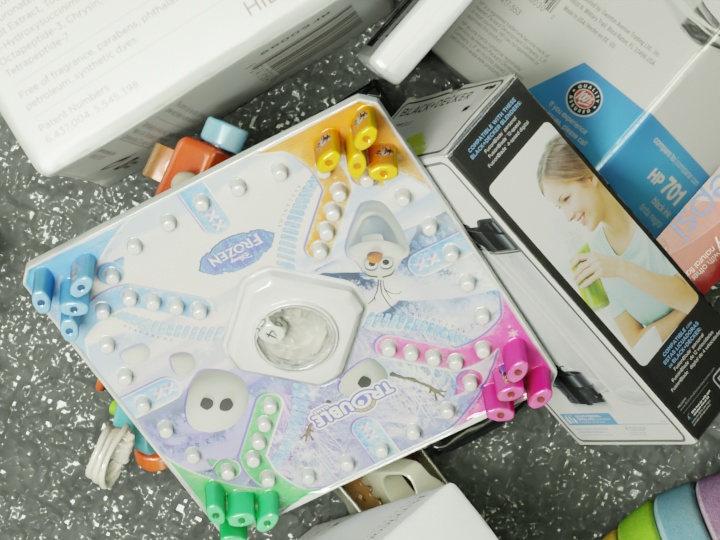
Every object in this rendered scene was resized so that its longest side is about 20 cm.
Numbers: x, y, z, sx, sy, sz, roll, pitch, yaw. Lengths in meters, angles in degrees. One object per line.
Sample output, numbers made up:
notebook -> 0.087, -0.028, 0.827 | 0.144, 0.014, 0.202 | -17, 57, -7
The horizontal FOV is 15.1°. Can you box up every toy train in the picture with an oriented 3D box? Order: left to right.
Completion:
toy train -> -0.106, 0.012, 1.431 | 0.056, 0.150, 0.200 | 24, 97, 18

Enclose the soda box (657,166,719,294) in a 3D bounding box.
soda box -> 0.205, -0.057, 1.446 | 0.200, 0.070, 0.063 | -44, 91, 3

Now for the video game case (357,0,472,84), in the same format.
video game case -> 0.073, -0.177, 1.396 | 0.023, 0.182, 0.200 | 41, 93, -5

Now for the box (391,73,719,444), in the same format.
box -> 0.094, -0.002, 1.370 | 0.200, 0.117, 0.060 | 49, 68, -17

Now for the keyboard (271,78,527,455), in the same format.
keyboard -> 0.035, -0.005, 1.473 | 0.104, 0.040, 0.200 | -28, 78, -1

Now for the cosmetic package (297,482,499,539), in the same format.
cosmetic package -> -0.025, 0.221, 1.362 | 0.199, 0.200, 0.123 | -39, 95, -24

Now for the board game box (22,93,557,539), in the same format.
board game box -> -0.032, 0.033, 1.341 | 0.200, 0.026, 0.200 | -26, 122, 14

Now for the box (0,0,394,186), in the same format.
box -> -0.110, -0.164, 1.398 | 0.200, 0.199, 0.172 | -31, 89, 3

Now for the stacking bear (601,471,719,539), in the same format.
stacking bear -> 0.159, 0.183, 1.436 | 0.200, 0.114, 0.121 | -31, 131, 13

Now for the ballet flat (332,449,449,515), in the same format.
ballet flat -> 0.008, 0.097, 1.459 | 0.067, 0.064, 0.200 | -37, 90, -26

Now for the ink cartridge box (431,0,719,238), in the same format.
ink cartridge box -> 0.157, -0.140, 1.408 | 0.200, 0.086, 0.146 | -48, 49, 2
